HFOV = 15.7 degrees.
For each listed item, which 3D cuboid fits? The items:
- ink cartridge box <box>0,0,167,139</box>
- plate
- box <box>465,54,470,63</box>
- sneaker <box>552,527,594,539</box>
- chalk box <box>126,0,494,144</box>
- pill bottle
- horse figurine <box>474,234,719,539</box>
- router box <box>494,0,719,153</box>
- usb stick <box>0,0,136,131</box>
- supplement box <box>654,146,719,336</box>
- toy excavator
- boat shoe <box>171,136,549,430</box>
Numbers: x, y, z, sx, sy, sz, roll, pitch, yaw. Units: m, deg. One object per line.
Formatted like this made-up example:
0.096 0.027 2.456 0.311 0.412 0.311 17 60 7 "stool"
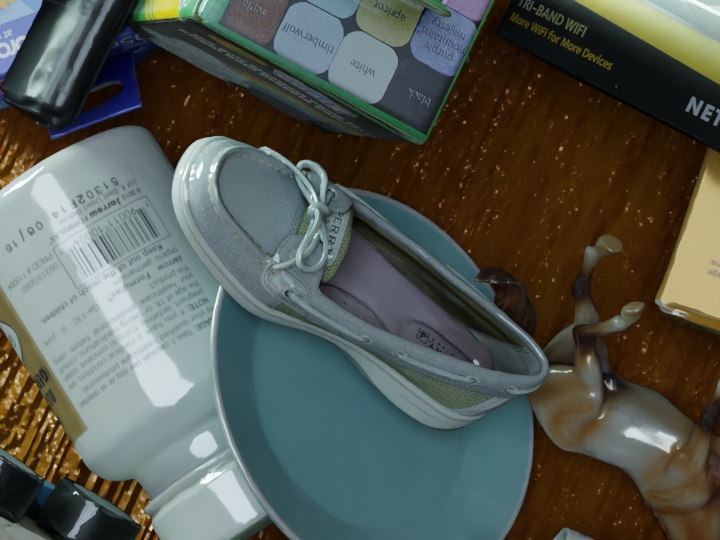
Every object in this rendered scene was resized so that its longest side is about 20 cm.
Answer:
-0.161 -0.166 1.322 0.136 0.076 0.201 -19 86 3 "ink cartridge box"
0.003 0.059 1.260 0.026 0.200 0.201 -25 81 46 "plate"
-0.015 -0.196 1.331 0.110 0.035 0.201 -11 84 4 "box"
0.135 0.173 1.250 0.199 0.075 0.100 8 66 -20 "sneaker"
-0.010 -0.140 1.194 0.124 0.200 0.124 28 86 -18 "chalk box"
-0.102 0.040 1.278 0.114 0.114 0.200 -33 84 1 "pill bottle"
0.136 0.067 1.272 0.200 0.133 0.050 35 45 6 "horse figurine"
0.179 -0.141 1.243 0.200 0.052 0.158 31 96 42 "router box"
-0.115 -0.161 1.257 0.033 0.055 0.201 28 86 -34 "usb stick"
0.206 -0.063 1.289 0.066 0.069 0.201 19 85 7 "supplement box"
-0.237 0.105 1.297 0.194 0.200 0.100 33 87 -37 "toy excavator"
0.000 0.002 1.218 0.202 0.065 0.075 40 51 -22 "boat shoe"
